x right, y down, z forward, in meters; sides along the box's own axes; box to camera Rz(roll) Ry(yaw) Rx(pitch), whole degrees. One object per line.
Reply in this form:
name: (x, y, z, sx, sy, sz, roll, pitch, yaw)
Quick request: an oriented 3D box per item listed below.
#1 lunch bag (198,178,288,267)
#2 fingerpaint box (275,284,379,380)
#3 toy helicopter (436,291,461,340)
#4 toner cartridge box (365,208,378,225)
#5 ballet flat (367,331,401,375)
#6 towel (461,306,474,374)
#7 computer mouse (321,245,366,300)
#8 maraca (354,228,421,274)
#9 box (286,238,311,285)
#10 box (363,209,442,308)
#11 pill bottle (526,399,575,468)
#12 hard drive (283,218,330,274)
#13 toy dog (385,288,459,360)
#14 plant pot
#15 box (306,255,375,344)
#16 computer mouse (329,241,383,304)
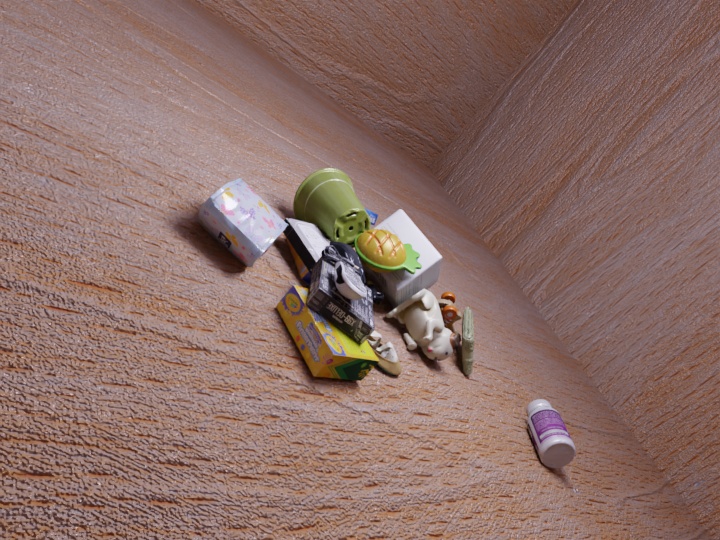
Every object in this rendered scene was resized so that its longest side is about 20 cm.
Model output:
lunch bag: (-0.270, -0.106, 1.328, 0.169, 0.127, 0.200, 43, 10, -9)
fingerpaint box: (-0.074, 0.140, 1.297, 0.166, 0.074, 0.201, 19, 30, -52)
toy helicopter: (0.264, 0.170, 1.873, 0.080, 0.130, 0.202, -87, 153, -50)
toner cartridge box: (-0.035, -0.215, 2.060, 0.094, 0.044, 0.198, 20, 0, 41)
ballet flat: (0.043, 0.192, 1.440, 0.199, 0.063, 0.069, 34, 22, -27)
towel: (0.339, 0.223, 1.872, 0.036, 0.151, 0.201, 1, 25, 7)
computer mouse: (-0.035, 0.016, 1.312, 0.109, 0.044, 0.201, 40, 11, -20)
maraca: (0.075, -0.048, 1.597, 0.196, 0.108, 0.139, 14, 45, -16)
box: (-0.123, -0.019, 1.566, 0.118, 0.042, 0.201, 27, 24, -40)
box: (0.115, -0.026, 1.751, 0.200, 0.170, 0.201, 51, -11, 19)
pill bottle: (0.581, 0.498, 1.820, 0.112, 0.112, 0.201, 36, 22, -20)
hard drive: (-0.113, -0.047, 1.531, 0.139, 0.038, 0.201, 10, 41, -57)
toy dog: (0.192, 0.167, 1.693, 0.202, 0.139, 0.193, 59, 26, 6)
plant pot: (-0.064, -0.158, 1.666, 0.198, 0.202, 0.190, 25, 16, -42)
box: (-0.042, 0.060, 1.342, 0.157, 0.050, 0.201, 37, 18, -16)
computer mouse: (0.000, 0.000, 1.550, 0.201, 0.046, 0.140, 57, 13, 25)
